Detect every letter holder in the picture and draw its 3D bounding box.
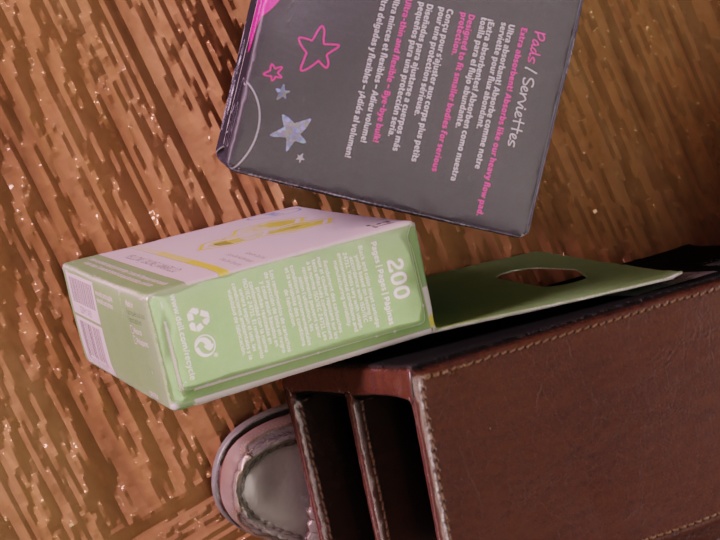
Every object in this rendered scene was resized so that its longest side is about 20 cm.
[{"bbox_3d":[0.090,0.080,0.895,0.199,0.100,0.143,-15,96,-29],"label":"letter holder"}]

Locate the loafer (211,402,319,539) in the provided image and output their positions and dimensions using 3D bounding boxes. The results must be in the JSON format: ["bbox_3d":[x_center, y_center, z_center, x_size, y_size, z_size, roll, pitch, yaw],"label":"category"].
[{"bbox_3d":[0.041,0.092,0.969,0.199,0.063,0.072,7,98,-21],"label":"loafer"}]

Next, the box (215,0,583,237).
[{"bbox_3d":[0.024,-0.123,0.878,0.114,0.132,0.202,14,93,-6],"label":"box"}]

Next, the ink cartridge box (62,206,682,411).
[{"bbox_3d":[0.000,0.000,0.894,0.199,0.145,0.048,-16,99,-17],"label":"ink cartridge box"}]
